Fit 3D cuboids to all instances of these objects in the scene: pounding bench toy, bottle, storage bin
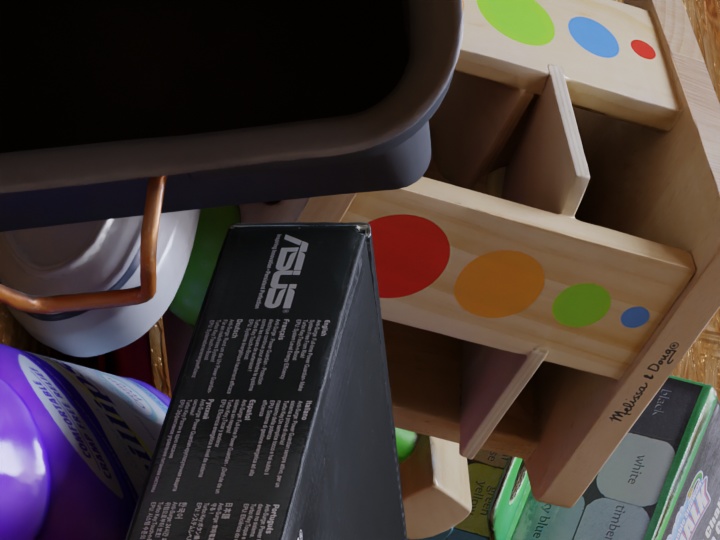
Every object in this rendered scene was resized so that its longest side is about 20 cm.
[{"bbox_3d":[0.000,0.000,0.946,0.200,0.156,0.124,-58,-151,36],"label":"pounding bench toy"},{"bbox_3d":[-0.093,0.060,0.791,0.084,0.065,0.200,52,9,18],"label":"bottle"},{"bbox_3d":[-0.067,-0.057,0.758,0.134,0.200,0.146,53,31,-75],"label":"storage bin"}]

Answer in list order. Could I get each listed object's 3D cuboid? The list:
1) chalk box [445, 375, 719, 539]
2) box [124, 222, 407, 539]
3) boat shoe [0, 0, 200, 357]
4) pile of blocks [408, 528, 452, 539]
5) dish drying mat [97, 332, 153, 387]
[{"bbox_3d":[0.079,0.107,1.202,0.125,0.124,0.200,-66,151,-19],"label":"chalk box"},{"bbox_3d":[-0.022,0.120,0.785,0.200,0.047,0.193,-74,164,-54],"label":"box"},{"bbox_3d":[-0.095,-0.069,0.881,0.067,0.073,0.200,48,25,-48],"label":"boat shoe"},{"bbox_3d":[-0.004,0.064,1.073,0.062,0.082,0.200,-67,145,-59],"label":"pile of blocks"},{"bbox_3d":[-0.075,0.024,0.938,0.077,0.018,0.200,103,-19,-76],"label":"dish drying mat"}]
